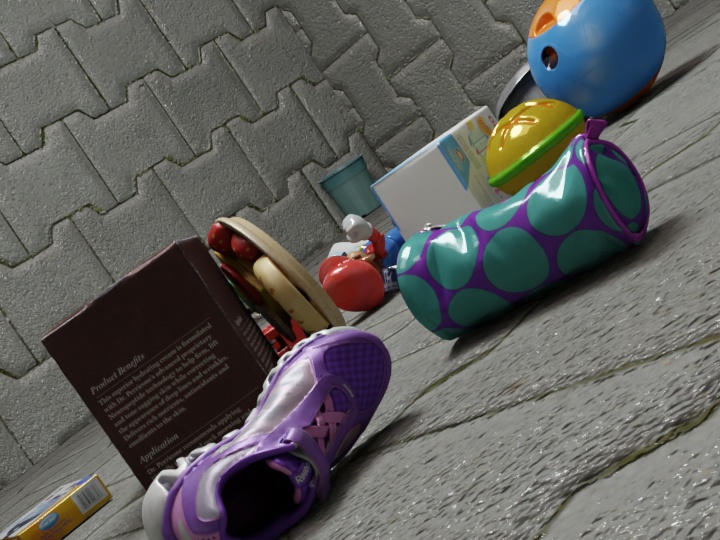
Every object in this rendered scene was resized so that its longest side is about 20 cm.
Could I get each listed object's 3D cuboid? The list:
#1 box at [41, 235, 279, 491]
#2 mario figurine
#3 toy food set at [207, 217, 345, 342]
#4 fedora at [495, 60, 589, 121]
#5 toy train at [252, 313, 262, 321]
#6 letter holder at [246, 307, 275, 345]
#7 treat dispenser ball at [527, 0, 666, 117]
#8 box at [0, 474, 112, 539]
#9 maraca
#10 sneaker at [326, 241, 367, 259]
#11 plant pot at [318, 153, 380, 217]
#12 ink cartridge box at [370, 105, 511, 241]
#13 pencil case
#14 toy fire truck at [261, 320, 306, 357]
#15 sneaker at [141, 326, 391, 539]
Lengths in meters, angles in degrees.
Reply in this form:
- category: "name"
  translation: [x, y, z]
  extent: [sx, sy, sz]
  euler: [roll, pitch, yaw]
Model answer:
- category: "box"
  translation: [-0.186, 0.094, 1.114]
  extent: [0.165, 0.201, 0.164]
  euler: [-34, 4, 1]
- category: "mario figurine"
  translation: [0.004, -0.018, 1.425]
  extent: [0.105, 0.125, 0.200]
  euler: [-19, 10, 37]
- category: "toy food set"
  translation: [-0.089, 0.022, 1.173]
  extent: [0.049, 0.199, 0.198]
  euler: [-46, -31, -12]
- category: "fedora"
  translation: [0.311, -0.268, 1.743]
  extent: [0.199, 0.090, 0.178]
  euler: [-17, -37, -40]
- category: "toy train"
  translation: [-0.227, 0.044, 2.509]
  extent: [0.199, 0.116, 0.085]
  euler: [-33, 4, 25]
- category: "letter holder"
  translation: [-0.183, 0.140, 1.277]
  extent: [0.199, 0.101, 0.142]
  euler: [-34, 2, 5]
- category: "treat dispenser ball"
  translation: [0.343, -0.326, 1.589]
  extent: [0.200, 0.202, 0.201]
  euler: [-34, 4, 3]
- category: "box"
  translation: [-0.398, 0.317, 1.384]
  extent: [0.119, 0.042, 0.199]
  euler: [-38, 7, -33]
- category: "maraca"
  translation: [0.211, -0.148, 1.301]
  extent: [0.136, 0.108, 0.200]
  euler: [-34, 4, 19]
- category: "sneaker"
  translation: [0.000, 0.000, 1.706]
  extent: [0.200, 0.073, 0.083]
  euler: [-14, 51, 65]
- category: "plant pot"
  translation: [-0.025, -0.298, 4.058]
  extent: [0.199, 0.197, 0.200]
  euler: [-32, 6, 4]
- category: "ink cartridge box"
  translation: [0.132, -0.119, 1.451]
  extent: [0.125, 0.129, 0.200]
  euler: [-31, 6, 36]
- category: "pencil case"
  translation: [0.114, -0.023, 0.804]
  extent: [0.199, 0.093, 0.085]
  euler: [-29, -18, 38]
- category: "toy fire truck"
  translation: [-0.134, 0.113, 1.498]
  extent: [0.140, 0.049, 0.200]
  euler: [-36, 4, -2]
- category: "sneaker"
  translation: [-0.042, 0.113, 0.690]
  extent: [0.200, 0.081, 0.088]
  euler: [-43, 14, -27]
